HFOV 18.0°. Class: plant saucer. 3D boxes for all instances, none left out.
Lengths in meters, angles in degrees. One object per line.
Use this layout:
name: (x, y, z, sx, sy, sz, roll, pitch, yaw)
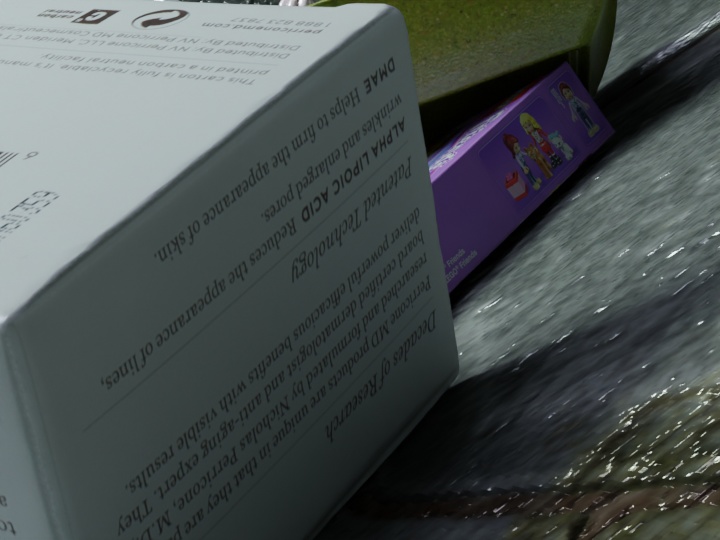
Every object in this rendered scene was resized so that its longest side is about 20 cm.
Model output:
plant saucer: (0.026, -0.081, 0.988, 0.199, 0.048, 0.200, -20, -9, 3)

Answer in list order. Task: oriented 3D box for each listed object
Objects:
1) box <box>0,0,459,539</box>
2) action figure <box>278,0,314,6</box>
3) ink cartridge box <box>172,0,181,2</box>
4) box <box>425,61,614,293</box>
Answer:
box: (-0.106, 0.013, 0.671, 0.198, 0.131, 0.200, 7, 32, 30)
action figure: (-0.045, -0.060, 1.223, 0.199, 0.134, 0.149, 7, 75, 40)
ink cartridge box: (-0.153, -0.045, 1.110, 0.200, 0.145, 0.084, -65, -15, 20)
box: (0.000, 0.000, 0.908, 0.137, 0.039, 0.200, -29, 10, 47)
